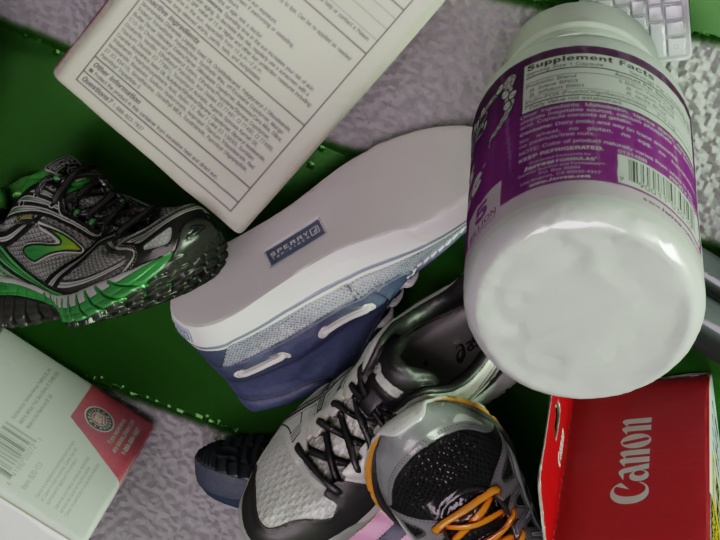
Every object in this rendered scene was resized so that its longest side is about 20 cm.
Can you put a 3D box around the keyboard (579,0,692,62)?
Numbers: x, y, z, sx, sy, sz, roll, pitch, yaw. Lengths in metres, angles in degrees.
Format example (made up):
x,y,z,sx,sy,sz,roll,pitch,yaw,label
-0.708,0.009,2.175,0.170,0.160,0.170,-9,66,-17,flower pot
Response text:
x,y,z,sx,sy,sz,roll,pitch,yaw,label
0.132,-0.201,1.017,0.056,0.011,0.202,-3,111,12,keyboard

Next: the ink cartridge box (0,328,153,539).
x,y,z,sx,sy,sz,roll,pitch,yaw,label
-0.233,0.092,1.126,0.199,0.147,0.083,33,115,-3,ink cartridge box

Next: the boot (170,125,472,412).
x,y,z,sx,sy,sz,roll,pitch,yaw,label
0.000,0.000,1.100,0.199,0.073,0.091,-27,135,8,boot

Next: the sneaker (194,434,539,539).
x,y,z,sx,sy,sz,roll,pitch,yaw,label
-0.002,0.151,1.150,0.198,0.070,0.083,13,112,7,sneaker

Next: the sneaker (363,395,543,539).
x,y,z,sx,sy,sz,roll,pitch,yaw,label
0.067,0.144,1.055,0.078,0.077,0.201,-32,127,0,sneaker

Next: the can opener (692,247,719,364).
x,y,z,sx,sy,sz,roll,pitch,yaw,label
0.161,0.009,1.082,0.199,0.053,0.067,28,148,0,can opener

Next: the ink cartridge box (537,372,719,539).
x,y,z,sx,sy,sz,roll,pitch,yaw,label
0.146,0.136,1.045,0.083,0.200,0.177,-5,112,11,ink cartridge box

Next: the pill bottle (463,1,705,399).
x,y,z,sx,sy,sz,roll,pitch,yaw,label
0.107,-0.043,0.974,0.111,0.201,0.113,3,128,4,pill bottle

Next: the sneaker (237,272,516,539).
x,y,z,sx,sy,sz,roll,pitch,yaw,label
0.007,0.069,1.068,0.200,0.088,0.076,-44,71,-7,sneaker

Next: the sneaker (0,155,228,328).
x,y,z,sx,sy,sz,roll,pitch,yaw,label
-0.146,-0.017,1.066,0.199,0.078,0.086,-3,103,49,sneaker

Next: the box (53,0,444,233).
x,y,z,sx,sy,sz,roll,pitch,yaw,label
-0.039,-0.143,1.018,0.128,0.109,0.200,40,112,-7,box
